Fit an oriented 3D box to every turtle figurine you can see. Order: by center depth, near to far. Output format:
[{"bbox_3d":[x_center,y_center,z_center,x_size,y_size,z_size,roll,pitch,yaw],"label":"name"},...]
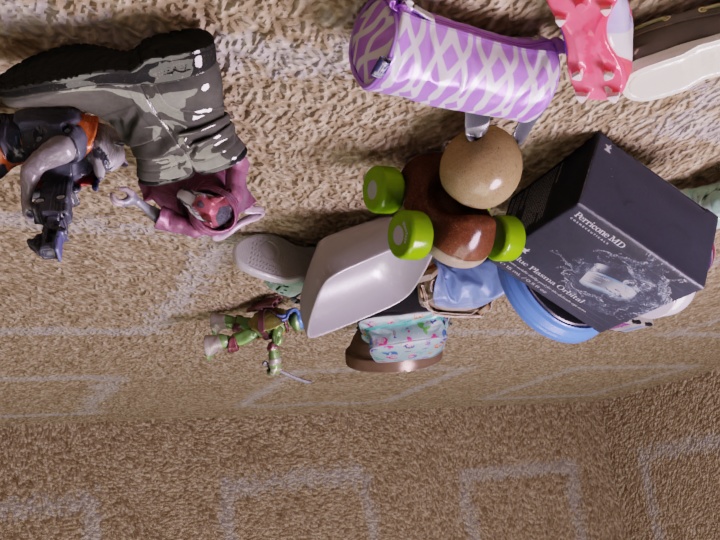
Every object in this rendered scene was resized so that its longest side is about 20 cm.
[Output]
[{"bbox_3d":[-0.185,0.137,1.515,0.191,0.146,0.200,-4,159,6],"label":"turtle figurine"}]

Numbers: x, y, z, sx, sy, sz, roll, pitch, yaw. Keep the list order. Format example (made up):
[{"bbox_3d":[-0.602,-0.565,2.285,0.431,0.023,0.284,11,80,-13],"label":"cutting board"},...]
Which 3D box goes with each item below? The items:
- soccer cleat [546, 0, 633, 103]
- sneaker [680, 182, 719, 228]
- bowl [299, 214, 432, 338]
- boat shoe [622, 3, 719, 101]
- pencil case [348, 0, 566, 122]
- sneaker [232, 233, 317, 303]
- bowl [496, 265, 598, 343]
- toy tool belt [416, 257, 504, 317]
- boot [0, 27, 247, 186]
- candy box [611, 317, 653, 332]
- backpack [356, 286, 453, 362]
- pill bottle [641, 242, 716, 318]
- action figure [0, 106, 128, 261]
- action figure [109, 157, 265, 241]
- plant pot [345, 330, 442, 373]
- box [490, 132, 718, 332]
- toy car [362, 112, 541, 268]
[{"bbox_3d":[0.193,-0.224,0.661,0.066,0.077,0.201,5,150,25],"label":"soccer cleat"},{"bbox_3d":[0.458,-0.091,1.102,0.198,0.075,0.118,-12,169,-11],"label":"sneaker"},{"bbox_3d":[0.000,0.000,1.160,0.198,0.075,0.201,-21,155,-24],"label":"bowl"},{"bbox_3d":[0.333,-0.213,0.730,0.199,0.061,0.072,-13,150,15],"label":"boat shoe"},{"bbox_3d":[0.084,-0.186,0.705,0.198,0.084,0.086,4,131,-32],"label":"pencil case"},{"bbox_3d":[-0.131,0.005,1.221,0.199,0.075,0.118,7,152,-43],"label":"sneaker"},{"bbox_3d":[0.288,0.003,1.155,0.198,0.203,0.039,3,155,-26],"label":"bowl"},{"bbox_3d":[0.185,0.009,1.277,0.197,0.127,0.123,-7,171,2],"label":"toy tool belt"},{"bbox_3d":[-0.205,-0.128,0.703,0.197,0.068,0.132,-7,129,0],"label":"boot"},{"bbox_3d":[0.421,0.028,1.389,0.198,0.138,0.061,10,158,-41],"label":"candy box"},{"bbox_3d":[0.077,0.085,1.451,0.175,0.153,0.200,-7,167,-1],"label":"backpack"},{"bbox_3d":[0.459,-0.005,1.212,0.112,0.114,0.200,-21,-171,40],"label":"pill bottle"},{"bbox_3d":[-0.307,-0.102,0.728,0.191,0.201,0.106,-4,130,-22],"label":"action figure"},{"bbox_3d":[-0.166,-0.064,0.830,0.133,0.150,0.200,-34,-155,-7],"label":"action figure"},{"bbox_3d":[0.065,0.134,1.615,0.198,0.094,0.201,-4,-170,1],"label":"plant pot"},{"bbox_3d":[0.307,-0.040,1.035,0.195,0.118,0.200,31,150,-10],"label":"box"},{"bbox_3d":[0.122,-0.120,0.901,0.162,0.159,0.201,0,133,-30],"label":"toy car"}]
